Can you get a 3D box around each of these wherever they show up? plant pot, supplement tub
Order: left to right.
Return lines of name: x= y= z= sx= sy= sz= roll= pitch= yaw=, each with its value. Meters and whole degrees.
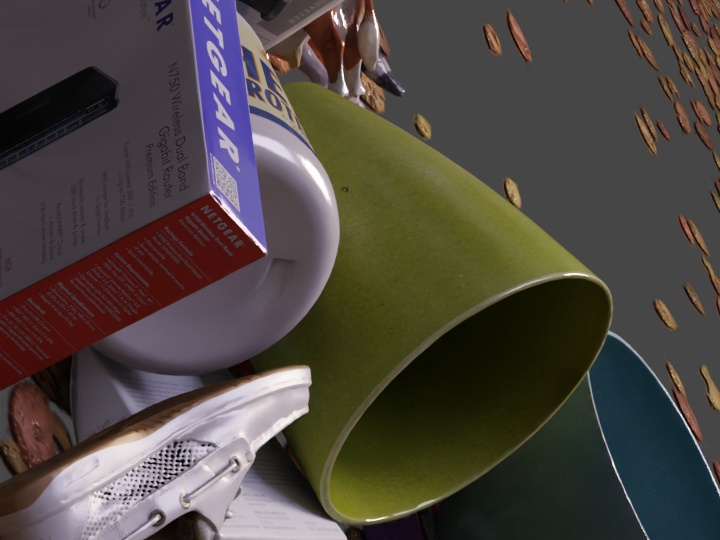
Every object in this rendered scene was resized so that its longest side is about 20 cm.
supplement tub: x=-0.102 y=-0.057 z=1.487 sx=0.145 sy=0.145 sz=0.200 roll=50 pitch=8 yaw=-37
plant pot: x=0.000 y=0.000 z=1.589 sx=0.200 sy=0.187 sz=0.187 roll=50 pitch=11 yaw=26
plant pot: x=0.125 y=0.153 z=1.748 sx=0.200 sy=0.135 sz=0.200 roll=53 pitch=20 yaw=-29

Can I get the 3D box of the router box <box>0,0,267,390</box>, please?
router box: x=-0.137 y=-0.052 z=1.351 sx=0.049 sy=0.179 sz=0.200 roll=48 pitch=22 yaw=-41

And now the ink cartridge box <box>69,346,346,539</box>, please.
ink cartridge box: x=-0.107 y=0.074 z=1.519 sx=0.200 sy=0.050 sz=0.162 roll=51 pitch=13 yaw=19

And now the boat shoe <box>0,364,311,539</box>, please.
boat shoe: x=-0.091 y=0.100 z=1.384 sx=0.200 sy=0.071 sz=0.069 roll=-26 pitch=94 yaw=-44

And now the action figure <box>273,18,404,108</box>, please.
action figure: x=-0.030 y=-0.192 z=1.998 sx=0.200 sy=0.104 sz=0.194 roll=8 pitch=67 yaw=-65

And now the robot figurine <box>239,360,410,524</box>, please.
robot figurine: x=-0.010 y=0.050 z=1.713 sx=0.200 sy=0.058 sz=0.145 roll=48 pitch=34 yaw=-9

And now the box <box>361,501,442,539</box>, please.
box: x=0.043 y=0.150 z=1.809 sx=0.137 sy=0.039 sz=0.200 roll=36 pitch=32 yaw=-55

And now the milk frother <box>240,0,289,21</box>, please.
milk frother: x=-0.091 y=-0.261 z=1.595 sx=0.188 sy=0.181 sz=0.200 roll=27 pitch=12 yaw=-11

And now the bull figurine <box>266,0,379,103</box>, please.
bull figurine: x=-0.062 y=-0.148 z=1.782 sx=0.065 sy=0.200 sz=0.122 roll=-16 pitch=95 yaw=-37

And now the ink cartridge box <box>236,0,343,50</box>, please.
ink cartridge box: x=-0.092 y=-0.210 z=1.733 sx=0.050 sy=0.161 sz=0.200 roll=25 pitch=41 yaw=-52
